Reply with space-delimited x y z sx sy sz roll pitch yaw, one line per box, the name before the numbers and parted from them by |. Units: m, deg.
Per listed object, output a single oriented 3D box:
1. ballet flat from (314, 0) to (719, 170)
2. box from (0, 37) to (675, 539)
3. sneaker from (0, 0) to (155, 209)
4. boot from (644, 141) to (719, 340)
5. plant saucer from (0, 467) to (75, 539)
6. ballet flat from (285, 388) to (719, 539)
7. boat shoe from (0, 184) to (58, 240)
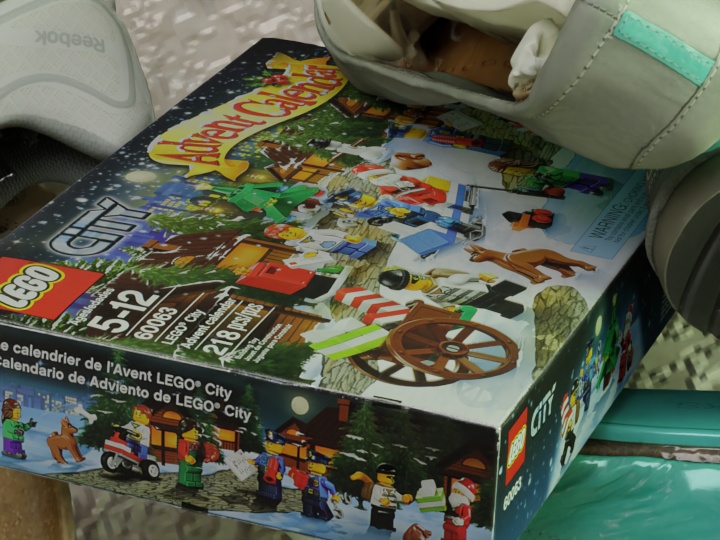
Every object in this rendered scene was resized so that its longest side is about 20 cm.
ballet flat | 0.025 -0.072 0.706 0.200 0.063 0.068 25 91 61
box | 0.000 0.000 0.713 0.136 0.038 0.200 11 25 17
sneaker | -0.145 -0.025 0.745 0.199 0.075 0.081 -24 76 -11
boot | 0.127 -0.049 0.757 0.073 0.181 0.200 -54 26 25
plant saucer | -0.166 0.067 0.679 0.199 0.035 0.201 6 67 -13
ballet flat | 0.029 0.056 0.729 0.199 0.067 0.071 9 103 16
boat shoe | -0.166 -0.031 0.823 0.199 0.071 0.065 29 67 14
